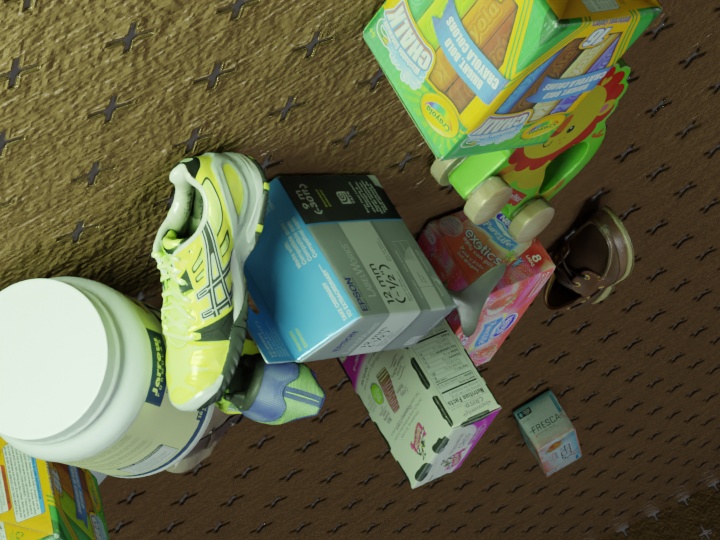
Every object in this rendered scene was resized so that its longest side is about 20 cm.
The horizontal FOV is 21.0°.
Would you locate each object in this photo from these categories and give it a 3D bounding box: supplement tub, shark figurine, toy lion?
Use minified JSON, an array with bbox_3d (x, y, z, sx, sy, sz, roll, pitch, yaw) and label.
[{"bbox_3d":[-0.214,0.085,1.543,0.145,0.145,0.200,-34,161,9],"label":"supplement tub"},{"bbox_3d":[0.014,-0.003,1.734,0.213,0.090,0.128,3,164,17],"label":"shark figurine"},{"bbox_3d":[0.168,-0.122,1.752,0.192,0.069,0.200,-44,159,12],"label":"toy lion"}]

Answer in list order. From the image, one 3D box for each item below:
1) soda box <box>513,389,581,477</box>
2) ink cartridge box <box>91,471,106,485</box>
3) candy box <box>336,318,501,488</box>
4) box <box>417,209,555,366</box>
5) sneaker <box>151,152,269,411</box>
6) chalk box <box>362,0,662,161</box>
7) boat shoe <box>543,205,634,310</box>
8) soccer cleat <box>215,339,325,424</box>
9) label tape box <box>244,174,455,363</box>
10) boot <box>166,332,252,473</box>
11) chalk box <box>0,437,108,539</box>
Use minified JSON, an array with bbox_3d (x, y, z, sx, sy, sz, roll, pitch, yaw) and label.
[{"bbox_3d":[0.265,0.231,2.738,0.063,0.069,0.200,-31,162,-1],"label":"soda box"},{"bbox_3d":[-0.300,0.180,1.805,0.173,0.044,0.200,-13,154,-45],"label":"ink cartridge box"},{"bbox_3d":[0.042,0.088,1.849,0.061,0.200,0.136,-21,159,-26],"label":"candy box"},{"bbox_3d":[0.100,0.024,1.941,0.102,0.095,0.200,-21,158,-29],"label":"box"},{"bbox_3d":[-0.129,0.007,1.483,0.076,0.201,0.075,7,180,-44],"label":"sneaker"},{"bbox_3d":[0.096,-0.166,1.422,0.124,0.125,0.200,-12,152,-44],"label":"chalk box"},{"bbox_3d":[0.247,-0.004,2.127,0.067,0.072,0.200,-27,163,-17],"label":"boat shoe"},{"bbox_3d":[-0.076,0.098,1.626,0.200,0.083,0.065,-174,-77,-80],"label":"soccer cleat"},{"bbox_3d":[-0.030,-0.004,1.601,0.066,0.144,0.200,-42,158,30],"label":"label tape box"},{"bbox_3d":[-0.151,0.121,1.786,0.200,0.070,0.147,-15,135,-62],"label":"boot"},{"bbox_3d":[-0.296,0.236,1.725,0.124,0.125,0.200,-21,150,5],"label":"chalk box"}]
